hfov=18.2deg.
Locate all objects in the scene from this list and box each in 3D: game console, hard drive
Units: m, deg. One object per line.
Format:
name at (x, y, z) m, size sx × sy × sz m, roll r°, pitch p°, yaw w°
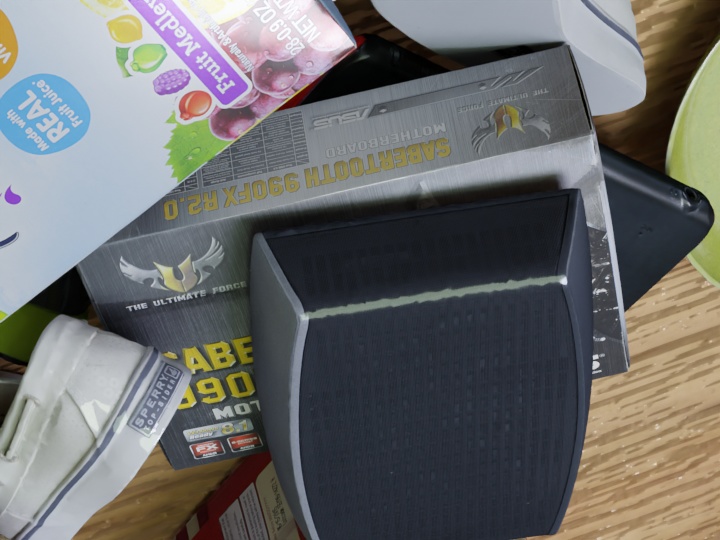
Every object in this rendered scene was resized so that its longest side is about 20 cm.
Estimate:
game console at (0.024, -0.005, 0.946) m, size 0.199 × 0.031 × 0.177 m, roll 22°, pitch 133°, yaw -32°
hard drive at (0.027, 0.050, 0.879) m, size 0.134 × 0.042 × 0.200 m, roll -8°, pitch 143°, yaw -3°

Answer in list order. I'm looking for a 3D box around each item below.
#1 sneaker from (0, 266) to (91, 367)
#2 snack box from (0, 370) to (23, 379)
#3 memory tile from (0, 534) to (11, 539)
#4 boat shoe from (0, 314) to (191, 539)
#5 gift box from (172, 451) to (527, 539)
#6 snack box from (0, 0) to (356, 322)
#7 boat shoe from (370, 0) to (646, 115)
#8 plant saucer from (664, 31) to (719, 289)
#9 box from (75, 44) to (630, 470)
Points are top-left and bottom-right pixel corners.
sneaker at (-0.158, -0.021, 0.852) m, size 0.081 × 0.074 × 0.200 m, roll -57°, pitch 155°, yaw 7°
snack box at (-0.213, 0.063, 0.945) m, size 0.199 × 0.024 × 0.072 m, roll 15°, pitch 120°, yaw -29°
memory tile at (-0.209, 0.068, 0.854) m, size 0.200 × 0.153 × 0.017 m, roll 48°, pitch 63°, yaw -38°
boat shoe at (-0.132, 0.070, 0.891) m, size 0.070 × 0.071 × 0.200 m, roll 32°, pitch 151°, yaw -8°
gift box at (0.011, 0.199, 1.025) m, size 0.186 × 0.185 × 0.200 m, roll 30°, pitch 118°, yaw -32°
snack box at (-0.130, -0.076, 0.690) m, size 0.200 × 0.068 × 0.169 m, roll -37°, pitch 128°, yaw 8°
boat shoe at (0.059, -0.116, 0.843) m, size 0.072 × 0.066 × 0.200 m, roll -7°, pitch 163°, yaw 29°
plant saucer at (0.223, -0.070, 0.995) m, size 0.199 × 0.031 × 0.201 m, roll -10°, pitch 129°, yaw -13°
box at (0.000, 0.000, 0.884) m, size 0.199 × 0.049 × 0.159 m, roll -12°, pitch 143°, yaw 3°
